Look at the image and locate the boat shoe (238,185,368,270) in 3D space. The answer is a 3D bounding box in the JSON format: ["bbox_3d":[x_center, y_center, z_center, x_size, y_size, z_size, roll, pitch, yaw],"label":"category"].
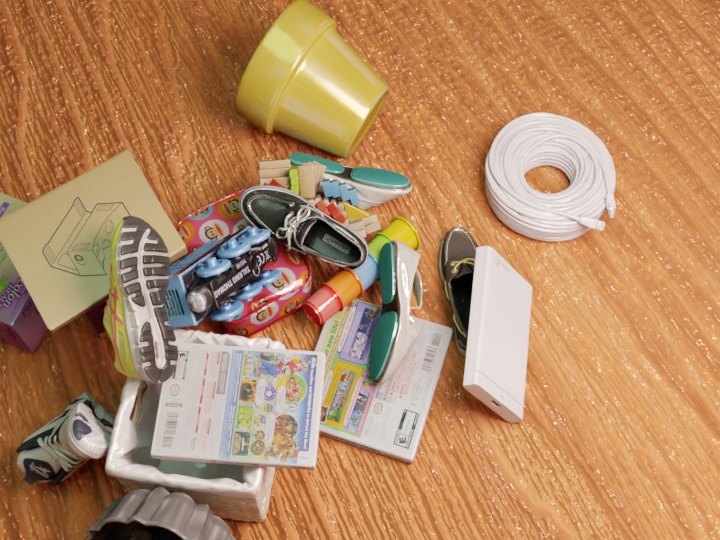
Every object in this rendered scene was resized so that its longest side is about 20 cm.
[{"bbox_3d":[-0.081,-0.057,1.368,0.197,0.068,0.074,32,95,3],"label":"boat shoe"}]

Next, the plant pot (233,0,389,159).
[{"bbox_3d":[-0.065,-0.276,1.526,0.187,0.201,0.202,33,67,3],"label":"plant pot"}]

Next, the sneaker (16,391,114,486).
[{"bbox_3d":[-0.381,0.233,1.275,0.130,0.199,0.080,-45,109,-7],"label":"sneaker"}]

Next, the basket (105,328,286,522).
[{"bbox_3d":[-0.197,0.201,1.286,0.195,0.162,0.202,6,62,6],"label":"basket"}]

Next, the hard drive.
[{"bbox_3d":[0.189,0.087,1.358,0.026,0.131,0.204,-12,55,35],"label":"hard drive"}]

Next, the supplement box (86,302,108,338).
[{"bbox_3d":[-0.348,-0.016,1.383,0.129,0.201,0.104,-30,64,-13],"label":"supplement box"}]

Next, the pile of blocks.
[{"bbox_3d":[-0.057,-0.105,1.426,0.196,0.062,0.084,20,101,-6],"label":"pile of blocks"}]

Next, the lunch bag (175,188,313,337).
[{"bbox_3d":[-0.158,-0.020,1.446,0.174,0.082,0.201,-28,64,-13],"label":"lunch bag"}]

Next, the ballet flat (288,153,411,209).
[{"bbox_3d":[-0.020,-0.126,1.504,0.196,0.070,0.071,13,63,9],"label":"ballet flat"}]

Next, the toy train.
[{"bbox_3d":[-0.185,0.005,1.305,0.112,0.088,0.200,-5,21,27],"label":"toy train"}]

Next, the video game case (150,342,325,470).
[{"bbox_3d":[-0.145,0.162,1.207,0.195,0.018,0.146,3,63,3],"label":"video game case"}]

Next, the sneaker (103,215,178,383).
[{"bbox_3d":[-0.282,0.037,1.213,0.089,0.077,0.205,-8,85,39],"label":"sneaker"}]

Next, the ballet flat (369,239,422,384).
[{"bbox_3d":[0.056,0.059,1.379,0.068,0.070,0.204,4,75,4],"label":"ballet flat"}]

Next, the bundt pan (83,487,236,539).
[{"bbox_3d":[-0.232,0.340,1.206,0.198,0.205,0.076,12,38,9],"label":"bundt pan"}]

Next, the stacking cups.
[{"bbox_3d":[0.000,0.000,1.423,0.060,0.061,0.199,40,60,20],"label":"stacking cups"}]

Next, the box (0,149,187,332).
[{"bbox_3d":[-0.343,-0.041,1.269,0.198,0.021,0.165,-31,75,-14],"label":"box"}]

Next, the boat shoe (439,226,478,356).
[{"bbox_3d":[0.155,0.020,1.426,0.070,0.061,0.205,-7,62,-2],"label":"boat shoe"}]

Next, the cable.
[{"bbox_3d":[0.285,-0.141,1.504,0.195,0.070,0.204,7,62,6],"label":"cable"}]

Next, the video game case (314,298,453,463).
[{"bbox_3d":[0.017,0.146,1.387,0.178,0.022,0.203,16,65,10],"label":"video game case"}]

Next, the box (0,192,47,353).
[{"bbox_3d":[-0.523,-0.008,1.443,0.196,0.097,0.178,19,64,13],"label":"box"}]
